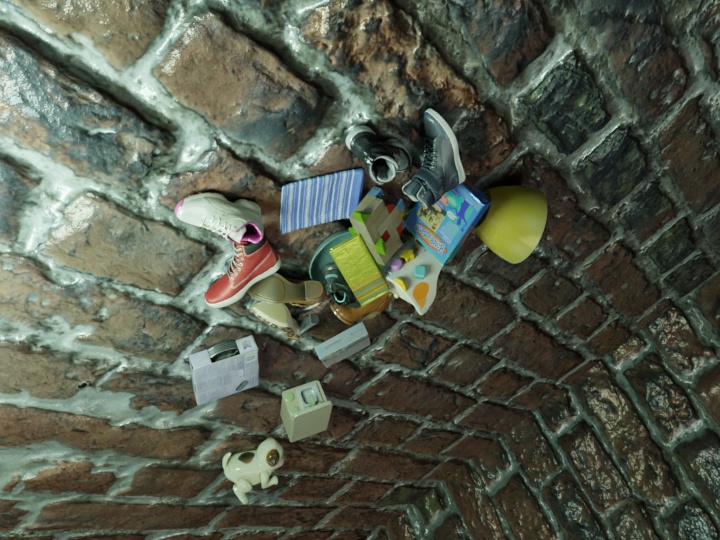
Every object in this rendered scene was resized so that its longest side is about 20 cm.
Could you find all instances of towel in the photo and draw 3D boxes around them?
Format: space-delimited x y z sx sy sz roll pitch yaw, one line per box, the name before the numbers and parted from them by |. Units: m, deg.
towel | 0.000 0.000 1.722 0.085 0.018 0.202 -28 130 3
towel | -0.085 -0.155 1.608 0.195 0.024 0.147 -15 143 -21

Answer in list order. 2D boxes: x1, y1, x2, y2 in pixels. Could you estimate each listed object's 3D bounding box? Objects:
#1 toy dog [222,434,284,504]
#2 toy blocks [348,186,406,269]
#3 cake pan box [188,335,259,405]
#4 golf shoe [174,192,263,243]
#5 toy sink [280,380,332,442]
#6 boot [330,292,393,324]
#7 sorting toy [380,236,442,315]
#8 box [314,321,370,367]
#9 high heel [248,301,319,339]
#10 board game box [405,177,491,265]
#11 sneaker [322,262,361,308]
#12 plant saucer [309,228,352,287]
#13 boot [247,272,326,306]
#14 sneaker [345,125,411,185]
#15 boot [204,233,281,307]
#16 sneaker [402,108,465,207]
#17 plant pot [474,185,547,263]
toy dog | -0.342 0.633 2.371 0.197 0.140 0.196 -31 110 6
toy blocks | 0.054 -0.117 1.688 0.137 0.099 0.202 -51 139 -20
cake pan box | -0.365 0.269 1.927 0.180 0.053 0.202 -19 145 -20
golf shoe | -0.281 -0.104 1.464 0.196 0.093 0.076 3 137 -38
toy sink | -0.172 0.427 2.226 0.127 0.114 0.202 -16 150 -19
boot | 0.018 0.069 1.941 0.155 0.074 0.198 -46 156 25
sorting toy | 0.130 -0.016 1.820 0.180 0.198 0.108 -44 136 -19
box | -0.048 0.217 2.055 0.153 0.042 0.200 -28 165 -4
high heel | -0.223 0.137 1.864 0.196 0.073 0.142 15 150 -30
board game box | 0.206 -0.138 1.734 0.045 0.152 0.202 -24 154 -48
sneaker | -0.045 0.058 1.791 0.074 0.081 0.200 -13 149 17
plant saucer | -0.042 -0.039 1.782 0.195 0.036 0.202 -20 145 -14
boot | -0.181 0.051 1.773 0.194 0.079 0.155 -3 171 -4
sneaker | 0.056 -0.229 1.535 0.075 0.115 0.198 -44 144 24
boot | -0.285 -0.011 1.605 0.198 0.073 0.145 -36 147 -6
sneaker | 0.147 -0.237 1.575 0.145 0.077 0.205 -37 128 -13
plant pot | 0.369 -0.138 1.857 0.139 0.203 0.202 18 129 -18
